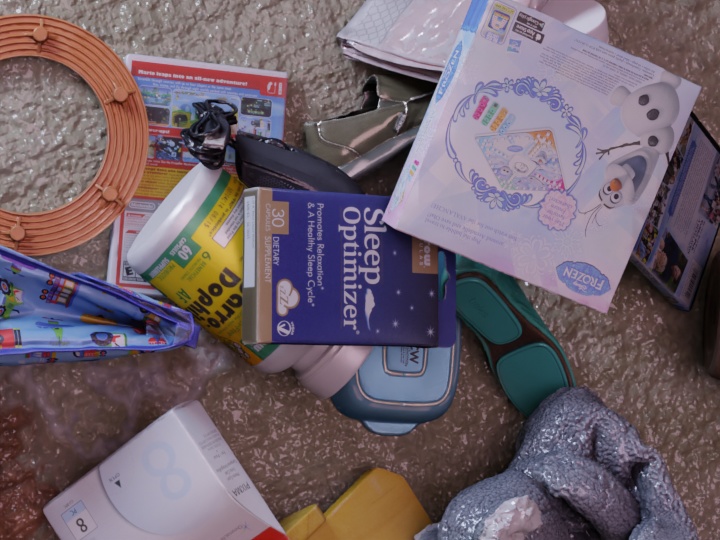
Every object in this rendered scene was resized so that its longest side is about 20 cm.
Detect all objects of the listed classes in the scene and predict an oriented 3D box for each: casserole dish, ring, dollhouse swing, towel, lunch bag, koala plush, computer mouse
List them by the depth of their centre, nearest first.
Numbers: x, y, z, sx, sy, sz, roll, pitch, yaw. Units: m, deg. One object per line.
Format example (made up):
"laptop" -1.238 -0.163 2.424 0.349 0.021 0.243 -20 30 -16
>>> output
"lunch bag" -0.225 0.041 1.564 0.199 0.150 0.095 10 83 -15
"computer mouse" -0.053 -0.076 1.611 0.200 0.139 0.053 39 104 -12
"ring" -0.273 -0.113 1.619 0.199 0.019 0.202 1 86 -11
"koala plush" 0.143 0.208 1.640 0.199 0.177 0.185 -19 85 -30
"towel" 0.092 -0.246 1.662 0.200 0.191 0.032 -52 128 -14
"dollhouse swing" -0.027 0.296 1.666 0.181 0.176 0.201 -30 97 26
"casserole dish" 0.035 0.042 1.700 0.120 0.039 0.201 4 86 -16

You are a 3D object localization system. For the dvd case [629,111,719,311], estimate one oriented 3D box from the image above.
"dvd case" 0.272 -0.063 1.719 0.200 0.017 0.143 37 70 -54

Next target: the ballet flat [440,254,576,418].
"ballet flat" 0.134 0.049 1.705 0.200 0.067 0.071 53 29 -33

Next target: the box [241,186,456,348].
"box" 0.000 0.000 1.570 0.199 0.032 0.122 2 85 -31

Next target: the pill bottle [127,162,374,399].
"pill bottle" -0.083 0.012 1.610 0.200 0.113 0.113 40 77 -12

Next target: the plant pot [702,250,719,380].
"plant pot" 0.397 0.042 1.744 0.173 0.200 0.202 5 85 3

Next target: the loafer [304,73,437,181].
"loafer" 0.037 -0.142 1.693 0.199 0.075 0.070 -31 99 -16

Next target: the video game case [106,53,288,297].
"video game case" -0.137 -0.075 1.667 0.142 0.017 0.201 5 85 -16

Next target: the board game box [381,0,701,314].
"board game box" 0.145 -0.093 1.570 0.199 0.043 0.200 22 93 -19

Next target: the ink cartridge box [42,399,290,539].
"ink cartridge box" -0.141 0.228 1.566 0.160 0.047 0.201 -37 82 25

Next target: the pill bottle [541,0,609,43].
"pill bottle" 0.176 -0.124 1.672 0.112 0.112 0.201 -21 123 -17
